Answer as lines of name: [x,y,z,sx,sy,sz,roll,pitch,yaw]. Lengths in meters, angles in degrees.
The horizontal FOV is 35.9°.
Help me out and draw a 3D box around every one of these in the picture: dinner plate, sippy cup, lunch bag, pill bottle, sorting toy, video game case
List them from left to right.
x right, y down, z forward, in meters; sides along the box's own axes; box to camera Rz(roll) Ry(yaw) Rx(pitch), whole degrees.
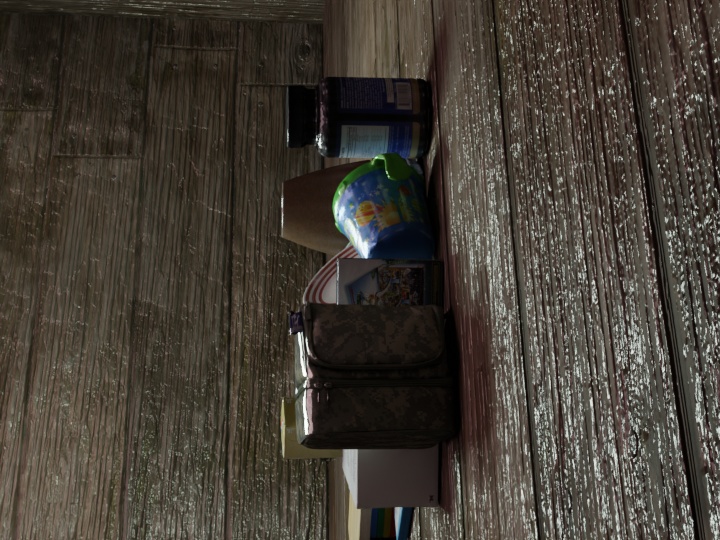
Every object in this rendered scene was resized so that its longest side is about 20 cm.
pill bottle: [-0.005,-0.215,1.561,0.112,0.196,0.114,-179,90,-85]
dinner plate: [0.000,0.000,1.675,0.024,0.198,0.201,56,-172,-21]
lunch bag: [0.012,0.123,1.338,0.140,0.196,0.171,110,159,-72]
sorting toy: [0.022,0.409,1.881,0.199,0.068,0.203,-101,13,-67]
sippy cup: [0.040,-0.058,1.500,0.178,0.139,0.131,50,-167,-40]
video game case: [0.062,0.300,1.735,0.202,0.017,0.145,-96,9,-49]

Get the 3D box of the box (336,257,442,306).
box: [0.035,0.086,1.421,0.038,0.134,0.204,-168,79,-85]

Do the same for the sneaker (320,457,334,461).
sneaker: [0.002,0.221,1.719,0.201,0.085,0.078,-53,15,16]

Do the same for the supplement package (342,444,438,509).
supplement package: [0.038,0.239,1.500,0.200,0.112,0.112,-143,53,-82]

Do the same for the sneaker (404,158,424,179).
sneaker: [0.051,-0.161,1.654,0.087,0.074,0.202,88,179,-52]

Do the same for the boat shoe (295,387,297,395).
boat shoe: [-0.037,0.112,1.666,0.202,0.070,0.070,-59,28,8]

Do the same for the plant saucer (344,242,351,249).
plant saucer: [0.019,0.032,1.783,0.199,0.036,0.203,-24,60,49]

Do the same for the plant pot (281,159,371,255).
plant pot: [-0.036,-0.102,1.895,0.187,0.196,0.191,-179,90,-84]

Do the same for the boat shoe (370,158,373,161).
boat shoe: [0.049,-0.108,1.718,0.202,0.072,0.065,-87,-7,-45]

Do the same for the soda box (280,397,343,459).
soda box: [-0.018,0.230,1.640,0.064,0.196,0.069,-101,12,-52]
